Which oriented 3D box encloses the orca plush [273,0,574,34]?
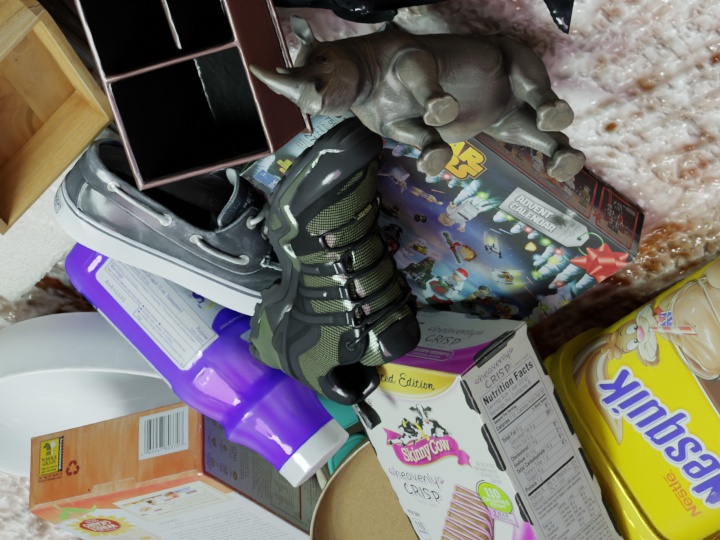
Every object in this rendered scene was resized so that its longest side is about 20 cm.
[{"bbox_3d":[0.014,-0.149,1.277,0.199,0.071,0.105,14,140,4],"label":"orca plush"}]

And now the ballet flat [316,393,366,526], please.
[{"bbox_3d":[-0.023,0.091,1.567,0.067,0.062,0.201,-25,135,-14],"label":"ballet flat"}]

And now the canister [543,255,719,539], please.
[{"bbox_3d":[0.216,0.069,1.410,0.200,0.086,0.149,-37,83,41],"label":"canister"}]

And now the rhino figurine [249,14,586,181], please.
[{"bbox_3d":[0.026,-0.096,1.278,0.199,0.088,0.060,3,126,-32],"label":"rhino figurine"}]

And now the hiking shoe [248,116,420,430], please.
[{"bbox_3d":[0.000,0.000,1.360,0.101,0.076,0.200,35,142,20],"label":"hiking shoe"}]

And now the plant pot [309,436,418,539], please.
[{"bbox_3d":[0.062,0.156,1.584,0.199,0.028,0.201,-7,129,-8],"label":"plant pot"}]

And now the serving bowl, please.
[{"bbox_3d":[-0.177,0.076,1.581,0.199,0.066,0.200,-2,154,-1],"label":"serving bowl"}]

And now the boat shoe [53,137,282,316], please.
[{"bbox_3d":[-0.081,-0.029,1.436,0.199,0.072,0.068,21,133,-19],"label":"boat shoe"}]

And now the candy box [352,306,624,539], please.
[{"bbox_3d":[0.076,0.122,1.450,0.136,0.061,0.201,6,127,54],"label":"candy box"}]

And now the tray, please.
[{"bbox_3d":[-0.196,-0.088,1.311,0.037,0.099,0.200,42,174,13],"label":"tray"}]

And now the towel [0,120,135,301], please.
[{"bbox_3d":[-0.226,-0.057,1.495,0.132,0.035,0.200,32,138,-15],"label":"towel"}]

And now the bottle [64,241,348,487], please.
[{"bbox_3d":[-0.091,0.045,1.471,0.200,0.083,0.065,46,113,8],"label":"bottle"}]

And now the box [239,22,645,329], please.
[{"bbox_3d":[0.048,-0.044,1.407,0.200,0.040,0.137,35,136,-19],"label":"box"}]

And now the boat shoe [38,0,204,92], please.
[{"bbox_3d":[-0.133,-0.132,1.354,0.074,0.065,0.202,-21,126,36],"label":"boat shoe"}]

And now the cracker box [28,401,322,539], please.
[{"bbox_3d":[-0.112,0.153,1.606,0.133,0.058,0.200,-14,151,23],"label":"cracker box"}]

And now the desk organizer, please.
[{"bbox_3d":[-0.100,-0.146,1.263,0.071,0.077,0.201,2,120,37],"label":"desk organizer"}]
